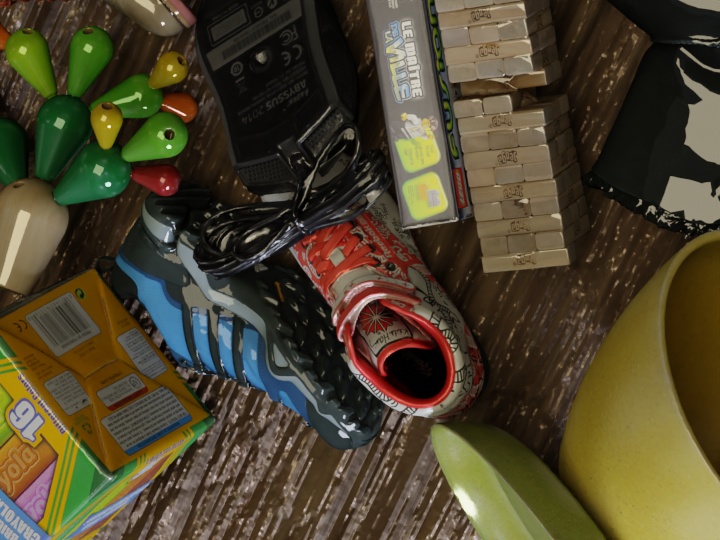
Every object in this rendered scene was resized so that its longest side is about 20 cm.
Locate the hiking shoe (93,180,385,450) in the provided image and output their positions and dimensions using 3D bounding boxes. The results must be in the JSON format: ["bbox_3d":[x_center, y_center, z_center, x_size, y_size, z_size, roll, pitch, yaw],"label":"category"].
[{"bbox_3d":[-0.067,0.038,1.634,0.200,0.074,0.087,47,126,9],"label":"hiking shoe"}]

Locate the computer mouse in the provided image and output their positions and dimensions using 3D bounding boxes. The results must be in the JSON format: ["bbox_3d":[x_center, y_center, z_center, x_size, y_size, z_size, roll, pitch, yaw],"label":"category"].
[{"bbox_3d":[-0.045,-0.097,1.591,0.138,0.053,0.201,-26,60,26],"label":"computer mouse"}]

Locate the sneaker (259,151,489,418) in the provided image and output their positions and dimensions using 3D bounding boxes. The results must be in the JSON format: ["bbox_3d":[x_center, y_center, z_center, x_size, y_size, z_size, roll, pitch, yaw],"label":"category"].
[{"bbox_3d":[0.001,0.000,1.578,0.067,0.108,0.202,-37,85,9],"label":"sneaker"}]

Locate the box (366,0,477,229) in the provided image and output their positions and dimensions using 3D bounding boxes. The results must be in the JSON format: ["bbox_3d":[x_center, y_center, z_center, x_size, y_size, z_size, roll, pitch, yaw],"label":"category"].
[{"bbox_3d":[0.038,-0.129,1.557,0.034,0.110,0.202,-8,92,16],"label":"box"}]

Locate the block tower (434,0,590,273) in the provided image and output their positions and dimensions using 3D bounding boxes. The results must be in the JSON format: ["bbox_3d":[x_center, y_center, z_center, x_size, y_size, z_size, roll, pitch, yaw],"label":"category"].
[{"bbox_3d":[0.084,-0.103,1.537,0.054,0.058,0.201,-6,100,22],"label":"block tower"}]

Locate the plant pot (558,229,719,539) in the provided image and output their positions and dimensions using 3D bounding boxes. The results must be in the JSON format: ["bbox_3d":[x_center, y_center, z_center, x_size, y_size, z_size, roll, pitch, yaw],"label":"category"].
[{"bbox_3d":[0.193,0.097,1.508,0.142,0.200,0.201,-35,84,42],"label":"plant pot"}]

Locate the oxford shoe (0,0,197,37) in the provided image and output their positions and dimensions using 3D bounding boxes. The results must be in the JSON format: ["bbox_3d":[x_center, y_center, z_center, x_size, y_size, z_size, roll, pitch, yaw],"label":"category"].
[{"bbox_3d":[-0.187,-0.182,1.632,0.199,0.070,0.075,32,84,23],"label":"oxford shoe"}]

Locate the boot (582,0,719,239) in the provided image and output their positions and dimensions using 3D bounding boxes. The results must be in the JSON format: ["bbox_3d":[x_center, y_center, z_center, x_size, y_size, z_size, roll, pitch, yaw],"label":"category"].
[{"bbox_3d":[0.169,-0.117,1.545,0.197,0.073,0.163,22,107,15],"label":"boot"}]

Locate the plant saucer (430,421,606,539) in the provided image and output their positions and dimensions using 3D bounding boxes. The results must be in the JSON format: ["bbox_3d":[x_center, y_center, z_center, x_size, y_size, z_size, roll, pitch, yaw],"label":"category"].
[{"bbox_3d":[0.110,0.161,1.532,0.031,0.200,0.200,-35,84,-10],"label":"plant saucer"}]

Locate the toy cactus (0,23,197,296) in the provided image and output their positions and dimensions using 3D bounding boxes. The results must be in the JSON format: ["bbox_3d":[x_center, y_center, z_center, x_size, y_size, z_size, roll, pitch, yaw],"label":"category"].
[{"bbox_3d":[-0.183,-0.066,1.626,0.199,0.102,0.166,17,84,30],"label":"toy cactus"}]

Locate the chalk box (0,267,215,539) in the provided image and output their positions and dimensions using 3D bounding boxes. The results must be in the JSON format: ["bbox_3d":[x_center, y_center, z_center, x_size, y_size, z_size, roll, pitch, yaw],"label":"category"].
[{"bbox_3d":[-0.211,0.117,1.636,0.124,0.125,0.200,49,122,7],"label":"chalk box"}]
